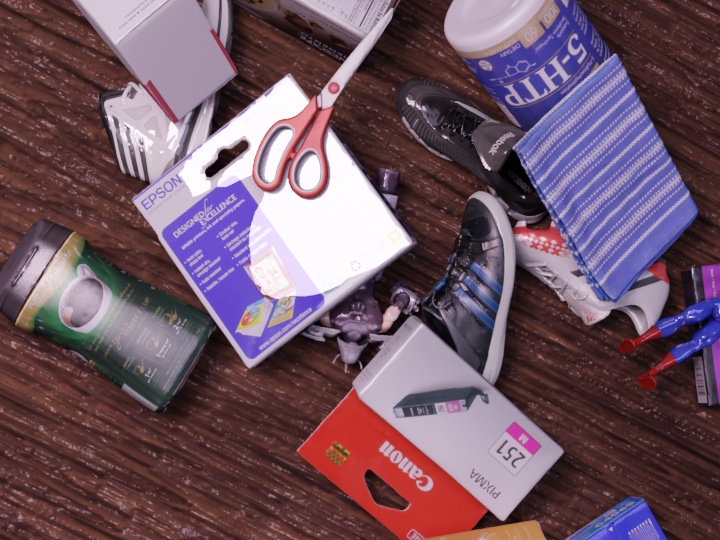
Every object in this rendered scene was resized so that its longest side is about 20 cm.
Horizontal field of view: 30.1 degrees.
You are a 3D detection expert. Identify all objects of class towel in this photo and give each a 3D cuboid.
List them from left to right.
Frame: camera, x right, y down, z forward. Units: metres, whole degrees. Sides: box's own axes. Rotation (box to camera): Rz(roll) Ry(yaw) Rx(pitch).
[{"bbox_3d":[0.242,-0.084,1.290,0.145,0.024,0.201,-42,118,-14],"label":"towel"}]

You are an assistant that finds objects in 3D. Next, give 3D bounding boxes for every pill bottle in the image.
[{"bbox_3d":[0.182,-0.199,1.311,0.120,0.119,0.200,-52,123,-11],"label":"pill bottle"}]

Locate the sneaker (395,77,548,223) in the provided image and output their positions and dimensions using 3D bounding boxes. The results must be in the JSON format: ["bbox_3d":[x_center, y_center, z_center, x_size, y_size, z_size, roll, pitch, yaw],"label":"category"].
[{"bbox_3d":[0.123,-0.128,1.336,0.200,0.090,0.067,40,78,-4],"label":"sneaker"}]

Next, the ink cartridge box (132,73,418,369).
[{"bbox_3d":[-0.081,-0.046,1.267,0.197,0.043,0.201,-37,85,4],"label":"ink cartridge box"}]

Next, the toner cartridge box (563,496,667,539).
[{"bbox_3d":[0.289,0.338,1.342,0.094,0.043,0.201,-29,90,-13],"label":"toner cartridge box"}]

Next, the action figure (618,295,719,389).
[{"bbox_3d":[0.362,0.043,1.323,0.199,0.099,0.066,-30,90,-18],"label":"action figure"}]

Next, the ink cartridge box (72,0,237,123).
[{"bbox_3d":[-0.216,-0.253,1.224,0.083,0.145,0.200,-40,63,-3],"label":"ink cartridge box"}]

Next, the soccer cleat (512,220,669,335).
[{"bbox_3d":[0.219,0.008,1.353,0.198,0.069,0.086,16,77,-13],"label":"soccer cleat"}]

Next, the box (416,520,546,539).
[{"bbox_3d":[0.090,0.323,1.253,0.198,0.125,0.098,-8,118,-11],"label":"box"}]

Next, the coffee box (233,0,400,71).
[{"bbox_3d":[-0.062,-0.286,1.309,0.199,0.113,0.080,28,80,-7],"label":"coffee box"}]

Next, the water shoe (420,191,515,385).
[{"bbox_3d":[0.101,0.024,1.306,0.078,0.071,0.203,-1,96,-27],"label":"water shoe"}]

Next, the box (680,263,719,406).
[{"bbox_3d":[0.441,0.059,1.402,0.197,0.036,0.145,-5,85,-9],"label":"box"}]

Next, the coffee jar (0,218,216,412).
[{"bbox_3d":[-0.242,0.040,1.257,0.199,0.085,0.105,33,83,-6],"label":"coffee jar"}]

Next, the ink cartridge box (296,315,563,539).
[{"bbox_3d":[0.067,0.172,1.283,0.200,0.044,0.174,41,90,-16],"label":"ink cartridge box"}]

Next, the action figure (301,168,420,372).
[{"bbox_3d":[0.000,0.000,1.316,0.129,0.069,0.203,7,87,-16],"label":"action figure"}]

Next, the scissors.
[{"bbox_3d":[-0.037,-0.161,1.239,0.073,0.014,0.202,23,91,9],"label":"scissors"}]

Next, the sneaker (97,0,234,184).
[{"bbox_3d":[-0.191,-0.183,1.294,0.114,0.076,0.203,13,84,-10],"label":"sneaker"}]
